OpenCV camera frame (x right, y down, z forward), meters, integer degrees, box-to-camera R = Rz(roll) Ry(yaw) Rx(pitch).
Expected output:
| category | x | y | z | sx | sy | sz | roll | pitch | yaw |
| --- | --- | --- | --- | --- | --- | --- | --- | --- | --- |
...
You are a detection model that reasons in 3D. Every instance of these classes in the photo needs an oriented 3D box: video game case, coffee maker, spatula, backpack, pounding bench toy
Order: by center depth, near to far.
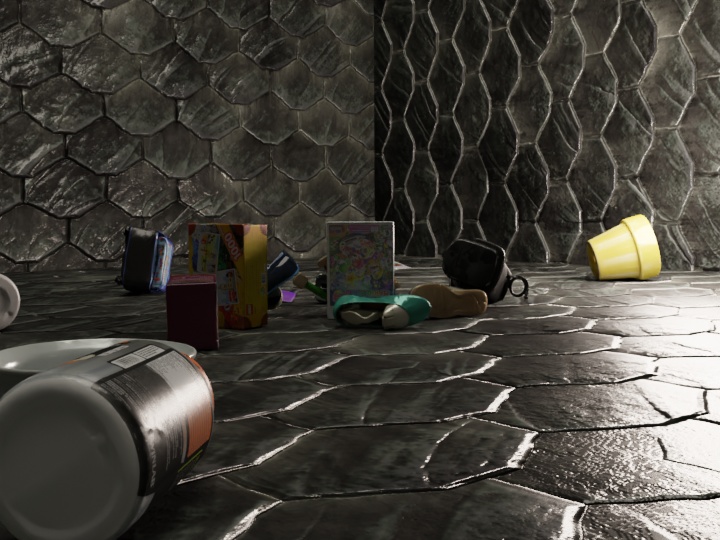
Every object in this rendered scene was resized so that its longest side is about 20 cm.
| category | x | y | z | sx | sy | sz | roll | pitch | yaw |
| --- | --- | --- | --- | --- | --- | --- | --- | --- | --- |
| video game case | 0.000 | 0.000 | 1.834 | 0.141 | 0.203 | 0.018 | 0 | 4 | 8 |
| pounding bench toy | -0.030 | 0.032 | 1.918 | 0.199 | 0.157 | 0.124 | -32 | 4 | 2 |
| coffee maker | 0.289 | 0.002 | 2.026 | 0.189 | 0.137 | 0.200 | -4 | -9 | 10 |
| spatula | -0.186 | 0.061 | 2.285 | 0.056 | 0.021 | 0.200 | 13 | 3 | 6 |
| backpack | -0.599 | -0.020 | 2.478 | 0.132 | 0.186 | 0.200 | 8 | -9 | -4 |

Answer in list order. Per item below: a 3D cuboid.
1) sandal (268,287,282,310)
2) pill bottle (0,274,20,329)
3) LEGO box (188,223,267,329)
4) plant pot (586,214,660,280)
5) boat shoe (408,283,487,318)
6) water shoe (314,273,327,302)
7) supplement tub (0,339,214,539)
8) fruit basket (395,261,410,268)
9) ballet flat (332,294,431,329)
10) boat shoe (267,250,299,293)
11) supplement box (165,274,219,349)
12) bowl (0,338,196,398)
| category | x | y | z | sx | sy | sz | roll | pitch | yaw |
| --- | --- | --- | --- | --- | --- | --- | --- | --- | --- |
| sandal | -0.270 | 0.066 | 1.966 | 0.198 | 0.081 | 0.057 | 4 | -18 | 5 |
| pill bottle | -0.762 | 0.056 | 1.740 | 0.112 | 0.115 | 0.198 | -4 | 6 | -43 |
| LEGO box | -0.263 | 0.008 | 1.748 | 0.147 | 0.203 | 0.077 | 2 | 4 | 33 |
| plant pot | 0.825 | -0.057 | 2.798 | 0.186 | 0.204 | 0.201 | -14 | 3 | 3 |
| boat shoe | 0.179 | 0.065 | 1.884 | 0.198 | 0.073 | 0.065 | 2 | -3 | -31 |
| water shoe | -0.021 | 0.037 | 2.199 | 0.198 | 0.080 | 0.071 | -3 | 5 | -32 |
| supplement tub | -0.184 | 0.121 | 0.666 | 0.121 | 0.125 | 0.200 | 0 | 3 | 7 |
| fruit basket | 0.056 | -0.033 | 3.150 | 0.183 | 0.095 | 0.199 | -2 | 8 | -26 |
| ballet flat | 0.037 | 0.086 | 1.700 | 0.197 | 0.068 | 0.071 | 1 | 28 | 21 |
| boat shoe | -0.228 | 0.028 | 1.908 | 0.199 | 0.069 | 0.084 | -35 | 5 | -27 |
| supplement box | -0.290 | 0.069 | 1.530 | 0.084 | 0.112 | 0.200 | -2 | 4 | -10 |
| bowl | -0.259 | 0.124 | 0.860 | 0.198 | 0.092 | 0.201 | -1 | 3 | 0 |
